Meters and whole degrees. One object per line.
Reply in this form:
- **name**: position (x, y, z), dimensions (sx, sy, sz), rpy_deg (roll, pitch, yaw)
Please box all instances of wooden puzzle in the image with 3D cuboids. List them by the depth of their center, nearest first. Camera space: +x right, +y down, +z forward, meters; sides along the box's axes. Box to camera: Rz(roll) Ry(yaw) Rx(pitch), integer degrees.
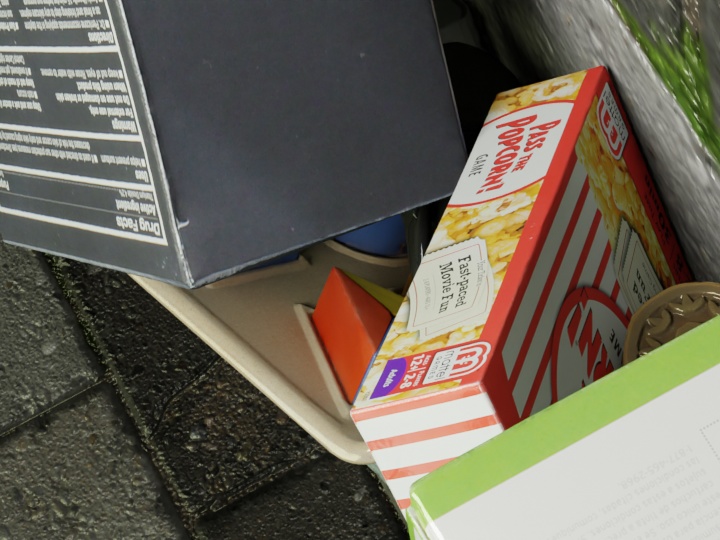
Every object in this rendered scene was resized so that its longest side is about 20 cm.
- **wooden puzzle**: position (0.000, 0.000, 1.021), dimensions (0.200, 0.185, 0.046), rpy_deg (35, 120, 31)

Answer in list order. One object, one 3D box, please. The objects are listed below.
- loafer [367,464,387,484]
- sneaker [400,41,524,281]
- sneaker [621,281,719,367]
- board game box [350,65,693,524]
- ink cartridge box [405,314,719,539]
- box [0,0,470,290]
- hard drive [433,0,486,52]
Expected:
- **loafer**: position (0.075, 0.114, 1.187), dimensions (0.200, 0.063, 0.072), rpy_deg (41, -168, 10)
- **sneaker**: position (0.049, -0.020, 0.927), dimensions (0.091, 0.076, 0.200), rpy_deg (68, -172, -51)
- **sneaker**: position (0.146, 0.099, 0.760), dimensions (0.200, 0.067, 0.090), rpy_deg (54, 166, 37)
- **board game box**: position (0.070, 0.046, 0.807), dimensions (0.152, 0.046, 0.200), rpy_deg (64, -152, -24)
- **ink cartridge box**: position (0.123, 0.116, 0.637), dimensions (0.200, 0.148, 0.076), rpy_deg (60, 173, 21)
- **box**: position (-0.072, -0.111, 0.881), dimensions (0.200, 0.123, 0.199), rpy_deg (12, 118, 63)
- **hard drive**: position (0.053, -0.051, 1.120), dimensions (0.200, 0.026, 0.132), rpy_deg (65, 174, -30)
